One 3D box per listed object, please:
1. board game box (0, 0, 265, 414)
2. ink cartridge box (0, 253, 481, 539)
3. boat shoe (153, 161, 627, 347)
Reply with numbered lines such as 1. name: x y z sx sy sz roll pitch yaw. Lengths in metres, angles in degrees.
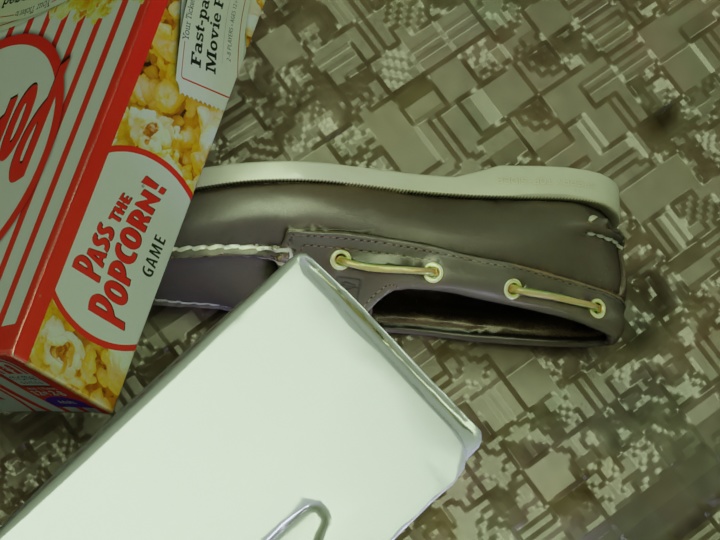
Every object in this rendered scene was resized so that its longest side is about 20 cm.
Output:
1. board game box: -0.109 -0.049 0.948 0.046 0.151 0.201 32 67 -34
2. ink cartridge box: -0.058 0.085 0.880 0.084 0.200 0.146 46 73 -1
3. boat shoe: 0.000 0.000 0.989 0.199 0.072 0.060 0 70 -14
